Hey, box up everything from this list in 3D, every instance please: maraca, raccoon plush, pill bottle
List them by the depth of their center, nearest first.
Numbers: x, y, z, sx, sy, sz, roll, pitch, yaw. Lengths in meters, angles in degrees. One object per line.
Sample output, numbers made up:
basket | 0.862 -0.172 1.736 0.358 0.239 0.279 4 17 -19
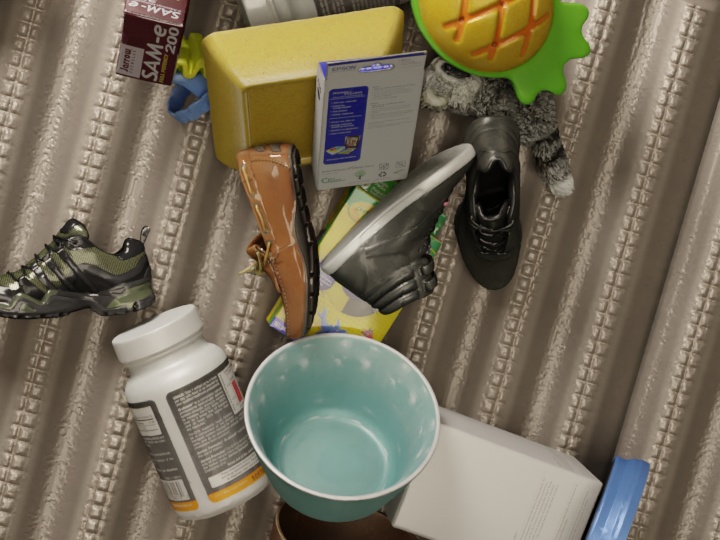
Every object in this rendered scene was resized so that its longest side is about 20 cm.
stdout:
maraca | 0.139 -0.252 1.445 0.199 0.107 0.138 33 96 -18
pill bottle | -0.029 -0.302 1.486 0.198 0.111 0.112 -22 99 -5
pill bottle | -0.175 0.146 1.516 0.115 0.116 0.202 -22 99 -5
raccoon plush | 0.140 -0.150 1.542 0.133 0.097 0.202 -20 99 3

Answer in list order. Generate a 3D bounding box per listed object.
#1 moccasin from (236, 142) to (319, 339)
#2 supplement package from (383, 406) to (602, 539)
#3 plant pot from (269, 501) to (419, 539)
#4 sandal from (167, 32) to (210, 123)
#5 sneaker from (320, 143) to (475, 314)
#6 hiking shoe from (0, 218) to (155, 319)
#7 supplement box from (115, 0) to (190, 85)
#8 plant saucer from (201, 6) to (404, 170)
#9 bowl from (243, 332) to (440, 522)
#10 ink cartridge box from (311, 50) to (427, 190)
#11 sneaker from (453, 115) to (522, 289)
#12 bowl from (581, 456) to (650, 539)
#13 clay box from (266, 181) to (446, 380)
moccasin | -0.086 -0.027 1.480 0.077 0.074 0.203 -7 115 8
supplement package | 0.135 0.234 1.566 0.198 0.120 0.122 22 94 -10
plant pot | -0.039 0.373 1.542 0.185 0.187 0.202 20 107 -9
sandal | -0.124 -0.192 1.513 0.197 0.080 0.088 5 124 -12
sneaker | 0.062 -0.037 1.499 0.200 0.071 0.099 -43 102 11
hiking shoe | -0.313 -0.002 1.510 0.198 0.076 0.102 -2 89 -17
supplement box | -0.189 -0.296 1.423 0.060 0.109 0.202 12 64 -9
plant saucer | -0.051 -0.167 1.462 0.197 0.201 0.049 -10 58 -6
bowl | -0.023 0.174 1.491 0.198 0.202 0.106 1 140 -8
ink cartridge box | 0.006 -0.155 1.420 0.098 0.201 0.040 -7 59 -10
sneaker | 0.134 -0.056 1.525 0.075 0.091 0.202 -4 125 5
bowl | 0.253 0.291 1.554 0.039 0.201 0.203 22 93 9
clay box | 0.000 0.000 1.557 0.114 0.048 0.201 31 92 -10
